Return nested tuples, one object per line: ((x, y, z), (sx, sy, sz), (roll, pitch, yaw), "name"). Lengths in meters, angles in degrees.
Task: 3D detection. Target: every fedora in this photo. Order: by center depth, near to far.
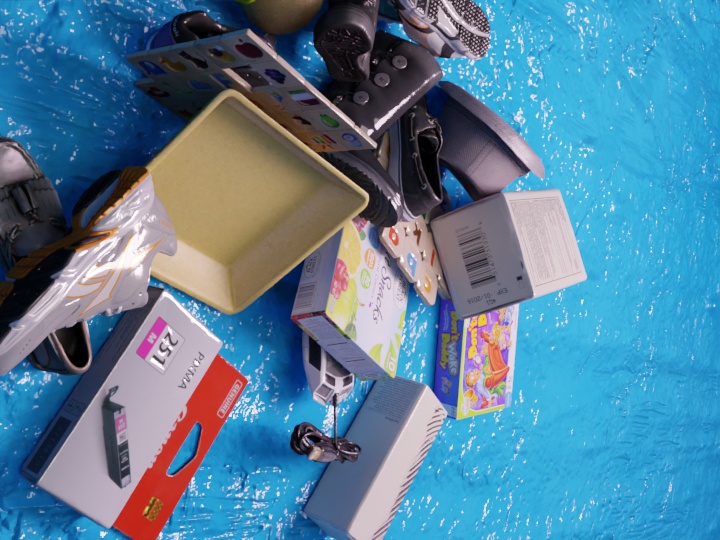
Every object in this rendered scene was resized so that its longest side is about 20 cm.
((0.141, -0.149, 1.044), (0.176, 0.200, 0.091), (40, 99, -14), "fedora")

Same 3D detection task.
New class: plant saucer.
((-0.123, -0.065, 0.775), (0.199, 0.049, 0.199), (-38, 138, 19), "plant saucer")

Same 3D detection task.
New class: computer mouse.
((-0.039, 0.113, 0.944), (0.109, 0.043, 0.206), (15, 73, -52), "computer mouse")

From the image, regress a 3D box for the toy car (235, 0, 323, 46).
((-0.093, -0.290, 0.805), (0.166, 0.156, 0.201), (-55, 159, -21), "toy car")

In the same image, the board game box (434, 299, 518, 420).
((0.165, 0.096, 1.172), (0.133, 0.044, 0.206), (-2, 98, -47), "board game box")

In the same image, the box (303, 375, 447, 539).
((0.021, 0.230, 1.015), (0.202, 0.081, 0.069), (-58, 133, -22), "box")

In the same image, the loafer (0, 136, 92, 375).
((-0.260, -0.009, 0.687), (0.071, 0.062, 0.205), (-27, 115, -40), "loafer")

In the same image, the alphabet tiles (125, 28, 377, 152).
((-0.105, -0.147, 0.732), (0.166, 0.197, 0.008), (34, 69, -44), "alphabet tiles")

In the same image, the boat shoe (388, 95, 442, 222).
((0.069, -0.148, 0.975), (0.068, 0.056, 0.204), (38, 44, -45), "boat shoe")

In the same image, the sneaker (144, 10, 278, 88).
((-0.097, -0.175, 0.784), (0.197, 0.087, 0.078), (17, 70, -33), "sneaker")

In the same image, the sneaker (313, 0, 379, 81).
((-0.011, -0.259, 0.840), (0.200, 0.058, 0.107), (70, 24, -85), "sneaker")

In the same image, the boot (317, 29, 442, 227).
((0.029, -0.162, 0.919), (0.200, 0.164, 0.066), (-47, 171, -32), "boot")

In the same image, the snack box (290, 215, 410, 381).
((0.000, 0.000, 0.934), (0.142, 0.052, 0.204), (46, 45, -42), "snack box")

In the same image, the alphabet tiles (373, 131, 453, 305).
((0.067, -0.063, 1.001), (0.201, 0.014, 0.198), (53, 34, -33), "alphabet tiles")

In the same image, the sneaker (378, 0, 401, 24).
((0.018, -0.344, 0.922), (0.199, 0.078, 0.079), (33, 72, -45), "sneaker")

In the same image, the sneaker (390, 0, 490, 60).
((0.061, -0.289, 0.913), (0.199, 0.079, 0.075), (34, 67, -44), "sneaker")

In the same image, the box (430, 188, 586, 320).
((0.191, -0.024, 1.059), (0.198, 0.107, 0.131), (-9, 81, -57), "box")

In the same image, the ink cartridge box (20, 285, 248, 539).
((-0.195, 0.148, 0.797), (0.174, 0.043, 0.202), (48, 62, -38), "ink cartridge box")

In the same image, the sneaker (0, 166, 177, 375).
((-0.211, 0.015, 0.653), (0.201, 0.075, 0.093), (-53, 132, -28), "sneaker")
